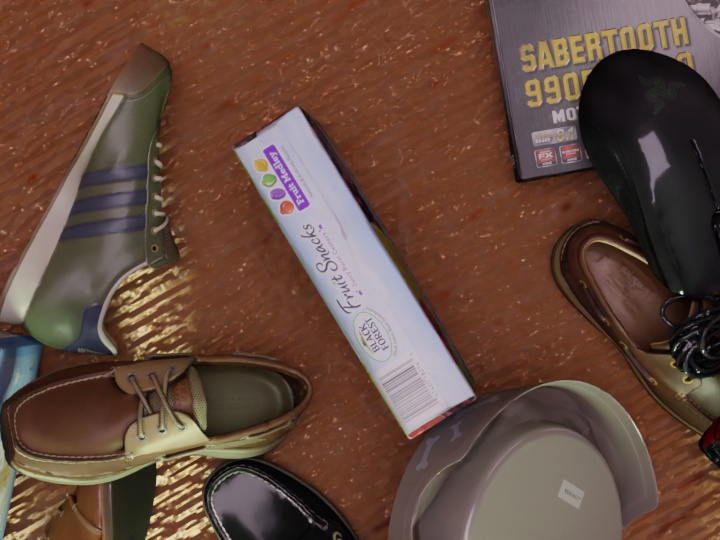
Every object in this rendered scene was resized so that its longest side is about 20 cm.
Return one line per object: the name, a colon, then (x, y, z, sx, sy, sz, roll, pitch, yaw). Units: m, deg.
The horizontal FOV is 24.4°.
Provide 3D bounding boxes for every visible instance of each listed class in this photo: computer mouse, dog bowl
computer mouse: (0.209, -0.050, 1.013, 0.138, 0.053, 0.201, -32, 90, -15)
dog bowl: (0.098, 0.164, 1.018, 0.199, 0.058, 0.202, -4, 96, -41)

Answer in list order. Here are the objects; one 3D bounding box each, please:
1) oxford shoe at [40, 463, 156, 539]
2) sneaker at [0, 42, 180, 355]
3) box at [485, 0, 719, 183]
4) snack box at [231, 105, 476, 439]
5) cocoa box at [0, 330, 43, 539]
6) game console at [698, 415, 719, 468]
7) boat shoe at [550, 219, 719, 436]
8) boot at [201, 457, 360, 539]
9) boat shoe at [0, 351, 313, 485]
oxford shoe: (-0.174, 0.162, 1.070, 0.071, 0.071, 0.202, 2, 84, 19)
sneaker: (-0.152, -0.037, 1.076, 0.089, 0.067, 0.201, 28, 90, -6)
box: (0.185, -0.151, 1.074, 0.198, 0.048, 0.160, -9, 90, 0)
snack box: (0.000, 0.000, 1.029, 0.053, 0.142, 0.201, -31, 89, 2)
cocoa box: (-0.289, 0.127, 1.037, 0.130, 0.133, 0.202, 12, 89, 1)
game console: (0.314, 0.070, 1.005, 0.119, 0.172, 0.200, 43, 82, 10)
boat shoe: (0.203, 0.046, 1.061, 0.200, 0.068, 0.072, 43, 90, 1)
boot: (-0.024, 0.202, 1.021, 0.073, 0.154, 0.204, -41, 89, 1)
boat shoe: (-0.119, 0.081, 1.021, 0.199, 0.074, 0.076, -6, 74, -33)
